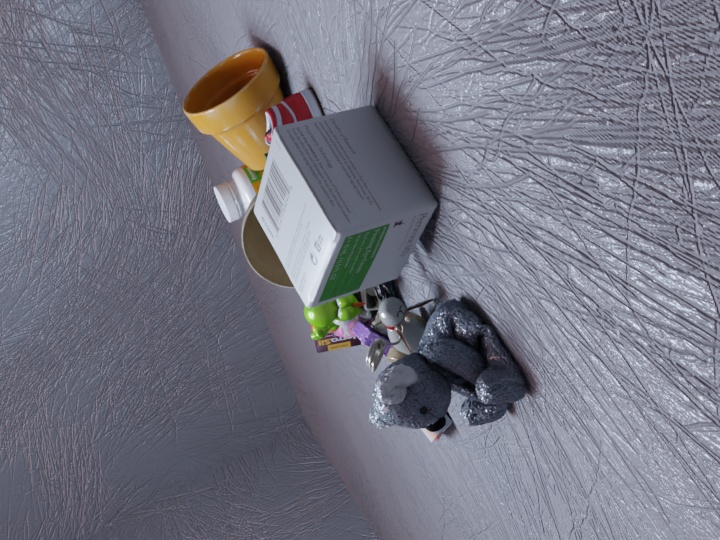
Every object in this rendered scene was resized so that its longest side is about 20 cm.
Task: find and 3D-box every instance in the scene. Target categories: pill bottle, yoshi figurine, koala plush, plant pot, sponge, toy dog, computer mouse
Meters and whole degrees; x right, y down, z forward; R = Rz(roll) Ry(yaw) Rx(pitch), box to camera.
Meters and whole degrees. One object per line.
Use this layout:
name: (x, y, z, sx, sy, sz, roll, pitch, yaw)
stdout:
pill bottle: (-0.204, -0.180, 1.787, 0.112, 0.199, 0.111, 58, 166, 24)
yoshi figurine: (-0.066, 0.071, 1.556, 0.112, 0.112, 0.200, 46, 167, -3)
koala plush: (0.100, 0.158, 1.215, 0.185, 0.199, 0.178, 60, 167, 18)
plant pot: (-0.123, -0.088, 1.538, 0.135, 0.199, 0.202, -117, 7, -63)
sponge: (0.046, 0.141, 1.592, 0.111, 0.030, 0.200, 30, 179, -6)
toy dog: (0.088, 0.106, 1.388, 0.200, 0.095, 0.133, 2, -79, -73)
computer mouse: (0.014, -0.009, 1.439, 0.110, 0.044, 0.200, 44, -170, -4)
plant pot: (-0.222, -0.310, 1.690, 0.184, 0.200, 0.200, 54, 175, -35)

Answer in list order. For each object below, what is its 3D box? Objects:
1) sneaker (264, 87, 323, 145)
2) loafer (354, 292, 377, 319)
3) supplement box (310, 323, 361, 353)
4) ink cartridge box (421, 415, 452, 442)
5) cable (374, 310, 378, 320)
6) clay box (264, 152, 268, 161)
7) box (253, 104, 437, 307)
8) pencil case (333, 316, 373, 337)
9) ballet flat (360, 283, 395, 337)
sneaker: (-0.103, -0.214, 1.518, 0.201, 0.112, 0.071, 67, 165, -9)
loafer: (0.000, 0.000, 1.625, 0.075, 0.069, 0.202, 13, 126, 47)
supplement box: (-0.062, 0.095, 1.900, 0.201, 0.109, 0.086, 84, 174, -56)
ink cartridge box: (0.101, 0.278, 1.704, 0.162, 0.050, 0.200, 49, 160, 13)
cable: (0.004, 0.030, 1.764, 0.200, 0.050, 0.097, 51, 149, 4)
clay box: (-0.106, -0.156, 1.634, 0.048, 0.114, 0.201, 53, 162, 45)
box: (-0.030, -0.093, 1.234, 0.201, 0.170, 0.200, 58, 149, 23)
pencil case: (-0.037, 0.032, 1.701, 0.082, 0.086, 0.202, 2, 116, 45)
ballet flat: (0.043, 0.071, 1.572, 0.201, 0.073, 0.073, 67, 167, -13)
